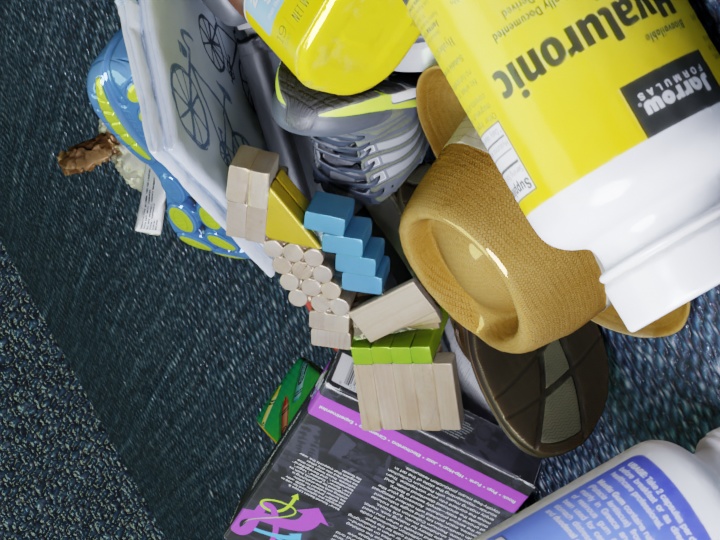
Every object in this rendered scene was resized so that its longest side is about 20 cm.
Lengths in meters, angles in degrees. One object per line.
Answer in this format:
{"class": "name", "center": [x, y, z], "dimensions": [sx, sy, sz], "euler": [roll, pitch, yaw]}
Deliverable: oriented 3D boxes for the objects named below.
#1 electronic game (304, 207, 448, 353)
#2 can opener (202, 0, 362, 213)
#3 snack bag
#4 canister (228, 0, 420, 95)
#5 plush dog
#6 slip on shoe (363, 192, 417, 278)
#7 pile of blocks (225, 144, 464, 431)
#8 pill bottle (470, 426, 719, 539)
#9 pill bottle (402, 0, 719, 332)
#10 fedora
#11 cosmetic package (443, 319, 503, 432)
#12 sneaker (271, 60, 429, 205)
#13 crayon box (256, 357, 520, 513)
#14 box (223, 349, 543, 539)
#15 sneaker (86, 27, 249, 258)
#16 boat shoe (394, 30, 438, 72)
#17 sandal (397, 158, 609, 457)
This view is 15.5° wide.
{"class": "electronic game", "center": [-0.004, 0.019, 1.656], "dimensions": [0.200, 0.042, 0.200], "euler": [52, 165, 21]}
{"class": "can opener", "center": [-0.059, -0.118, 1.527], "dimensions": [0.053, 0.067, 0.200], "euler": [-5, 106, 51]}
{"class": "snack bag", "center": [-0.094, -0.116, 1.508], "dimensions": [0.189, 0.021, 0.200], "euler": [46, -151, -61]}
{"class": "canister", "center": [-0.033, -0.204, 1.379], "dimensions": [0.087, 0.149, 0.200], "euler": [9, -148, -48]}
{"class": "plush dog", "center": [-0.122, -0.105, 1.911], "dimensions": [0.200, 0.160, 0.172], "euler": [62, -168, 6]}
{"class": "slip on shoe", "center": [0.005, -0.072, 1.646], "dimensions": [0.200, 0.061, 0.076], "euler": [57, 165, -8]}
{"class": "pile of blocks", "center": [0.000, 0.000, 1.471], "dimensions": [0.200, 0.082, 0.062], "euler": [55, -151, -21]}
{"class": "pill bottle", "center": [0.133, 0.155, 1.331], "dimensions": [0.112, 0.200, 0.112], "euler": [56, 165, 24]}
{"class": "pill bottle", "center": [0.106, -0.078, 1.174], "dimensions": [0.200, 0.111, 0.111], "euler": [60, 166, 4]}
{"class": "fedora", "center": [0.078, -0.015, 1.365], "dimensions": [0.201, 0.082, 0.201], "euler": [41, 165, 13]}
{"class": "cosmetic package", "center": [0.084, 0.062, 1.640], "dimensions": [0.083, 0.051, 0.200], "euler": [56, 165, 11]}
{"class": "sneaker", "center": [0.001, -0.075, 1.452], "dimensions": [0.074, 0.081, 0.200], "euler": [19, -172, 19]}
{"class": "crayon box", "center": [0.034, 0.145, 1.768], "dimensions": [0.200, 0.058, 0.119], "euler": [36, 179, -18]}
{"class": "box", "center": [0.011, 0.140, 1.653], "dimensions": [0.143, 0.036, 0.200], "euler": [27, 139, -6]}
{"class": "sneaker", "center": [-0.094, -0.078, 1.607], "dimensions": [0.071, 0.083, 0.200], "euler": [1, 140, 32]}
{"class": "boat shoe", "center": [0.013, -0.166, 1.433], "dimensions": [0.200, 0.072, 0.066], "euler": [49, 162, 58]}
{"class": "sandal", "center": [0.077, 0.024, 1.521], "dimensions": [0.200, 0.082, 0.055], "euler": [58, 155, 26]}
